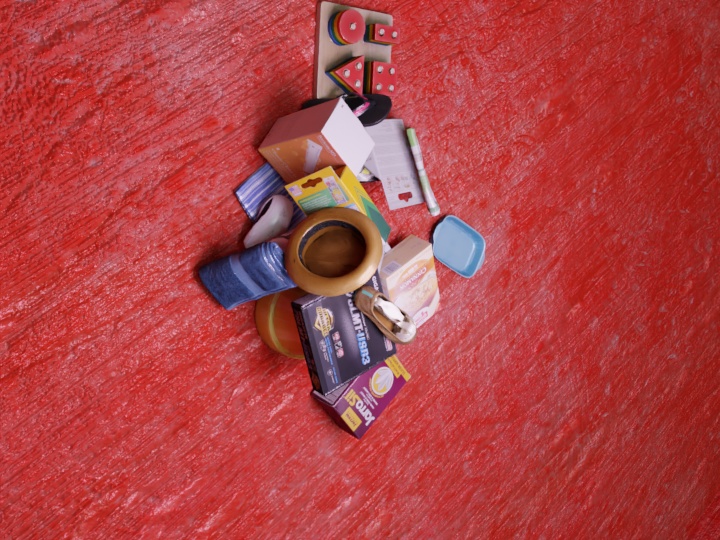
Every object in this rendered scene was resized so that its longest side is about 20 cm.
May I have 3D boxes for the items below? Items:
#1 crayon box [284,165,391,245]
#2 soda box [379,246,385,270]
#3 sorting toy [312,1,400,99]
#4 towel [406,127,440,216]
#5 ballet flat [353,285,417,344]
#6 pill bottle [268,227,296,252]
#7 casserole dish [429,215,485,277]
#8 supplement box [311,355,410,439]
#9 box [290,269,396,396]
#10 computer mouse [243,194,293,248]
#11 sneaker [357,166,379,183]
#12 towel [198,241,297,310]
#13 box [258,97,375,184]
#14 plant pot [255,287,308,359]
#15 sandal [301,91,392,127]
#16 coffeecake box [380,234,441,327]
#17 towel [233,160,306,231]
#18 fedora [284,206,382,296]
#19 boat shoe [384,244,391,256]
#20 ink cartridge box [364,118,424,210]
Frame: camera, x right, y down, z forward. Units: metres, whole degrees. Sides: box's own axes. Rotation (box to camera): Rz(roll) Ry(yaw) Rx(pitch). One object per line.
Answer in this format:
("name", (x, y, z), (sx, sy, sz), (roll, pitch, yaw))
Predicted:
("crayon box", (-0.043, -0.124, 1.432), (0.201, 0.124, 0.052), (53, 40, -27))
("soda box", (0.000, 0.000, 1.620), (0.063, 0.068, 0.203), (-15, 135, -32))
("sorting toy", (-0.001, -0.471, 1.580), (0.196, 0.069, 0.205), (-3, 101, -36))
("towel", (0.147, -0.233, 1.675), (0.030, 0.149, 0.204), (-16, 99, 5))
("ballet flat", (0.068, 0.097, 1.446), (0.200, 0.072, 0.069), (44, 69, -35))
("pill bottle", (-0.106, -0.045, 1.516), (0.199, 0.104, 0.109), (-31, 118, -53))
("casserole dish", (0.246, -0.063, 1.859), (0.198, 0.039, 0.123), (30, 81, -36))
("supplement box", (0.002, 0.270, 1.701), (0.200, 0.102, 0.132), (-48, 123, -18))
("box", (-0.029, 0.117, 1.451), (0.196, 0.049, 0.204), (-25, 114, -30))
("computer mouse", (-0.204, -0.065, 1.498), (0.109, 0.044, 0.202), (31, 90, -29))
("sneaker", (-0.001, -0.235, 1.623), (0.197, 0.075, 0.078), (-11, 96, -40))
("towel", (-0.224, 0.011, 1.428), (0.112, 0.197, 0.049), (53, 37, -31))
("box", (-0.091, -0.252, 1.463), (0.125, 0.198, 0.099), (48, 55, -31))
("plant pot", (-0.098, 0.102, 1.543), (0.198, 0.187, 0.205), (-9, 105, -35))
("sandal", (-0.028, -0.347, 1.534), (0.195, 0.045, 0.077), (-4, 66, -3))
("coffeecake box", (0.108, 0.043, 1.727), (0.153, 0.073, 0.203), (-36, 133, -26))
("towel", (-0.169, -0.131, 1.548), (0.145, 0.024, 0.202), (-44, 121, -23))
("fedora", (-0.046, -0.025, 1.378), (0.202, 0.198, 0.082), (-55, 152, -14))
("boat shoe", (0.005, -0.072, 1.657), (0.200, 0.071, 0.072), (47, 67, -35))
("ink cartridge box", (0.063, -0.239, 1.624), (0.161, 0.056, 0.204), (-18, 96, -53))
